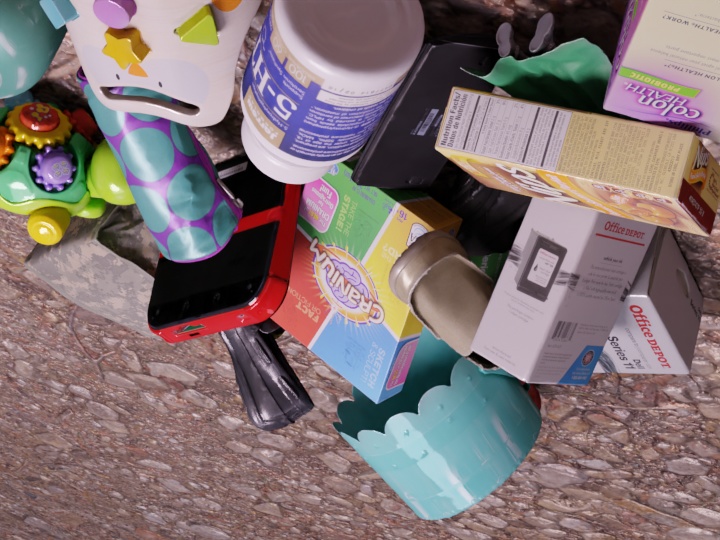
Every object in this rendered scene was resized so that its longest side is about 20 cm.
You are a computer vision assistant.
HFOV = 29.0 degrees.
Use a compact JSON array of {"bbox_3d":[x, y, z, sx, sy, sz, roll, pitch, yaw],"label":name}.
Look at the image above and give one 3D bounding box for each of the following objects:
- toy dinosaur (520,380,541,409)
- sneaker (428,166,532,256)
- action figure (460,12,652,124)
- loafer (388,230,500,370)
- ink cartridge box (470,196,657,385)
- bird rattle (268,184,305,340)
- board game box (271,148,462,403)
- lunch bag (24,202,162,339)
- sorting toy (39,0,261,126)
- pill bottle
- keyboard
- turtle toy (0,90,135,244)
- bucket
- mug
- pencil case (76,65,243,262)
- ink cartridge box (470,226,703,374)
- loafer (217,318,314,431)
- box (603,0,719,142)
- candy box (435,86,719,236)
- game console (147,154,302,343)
[{"bbox_3d":[0.111,0.138,1.597,0.179,0.106,0.201,-12,133,13],"label":"toy dinosaur"},{"bbox_3d":[0.105,-0.040,1.299,0.090,0.077,0.200,22,153,-16],"label":"sneaker"},{"bbox_3d":[0.185,-0.134,1.096,0.117,0.055,0.199,0,158,46],"label":"action figure"},{"bbox_3d":[0.091,0.030,1.228,0.068,0.076,0.200,43,-178,34],"label":"loafer"},{"bbox_3d":[0.185,-0.006,1.201,0.066,0.202,0.115,29,-167,36],"label":"ink cartridge box"},{"bbox_3d":[-0.051,-0.020,1.401,0.163,0.113,0.199,45,142,-13],"label":"bird rattle"},{"bbox_3d":[0.000,0.000,1.299,0.152,0.040,0.202,36,127,27],"label":"board game box"},{"bbox_3d":[-0.230,-0.005,1.502,0.200,0.119,0.163,40,148,-27],"label":"lunch bag"},{"bbox_3d":[-0.173,-0.197,1.111,0.197,0.108,0.182,11,138,13],"label":"sorting toy"},{"bbox_3d":[-0.033,-0.155,1.124,0.118,0.121,0.200,22,151,-7],"label":"pill bottle"},{"bbox_3d":[0.077,-0.128,1.163,0.125,0.021,0.200,4,148,-21],"label":"keyboard"},{"bbox_3d":[-0.297,-0.108,1.362,0.197,0.147,0.102,19,131,-3],"label":"turtle toy"},{"bbox_3d":[0.086,0.154,1.481,0.135,0.208,0.206,50,142,-14],"label":"bucket"},{"bbox_3d":[-0.342,-0.227,1.180,0.183,0.116,0.152,28,150,-19],"label":"mug"},{"bbox_3d":[-0.178,-0.112,1.258,0.091,0.085,0.202,-19,118,10],"label":"pencil case"},{"bbox_3d":[0.214,0.030,1.343,0.198,0.084,0.147,-2,146,32],"label":"ink cartridge box"},{"bbox_3d":[-0.106,0.060,1.405,0.070,0.203,0.068,-23,174,9],"label":"loafer"},{"bbox_3d":[0.277,-0.178,0.932,0.173,0.098,0.201,16,151,3],"label":"box"},{"bbox_3d":[0.170,-0.084,1.072,0.198,0.056,0.115,15,174,29],"label":"candy box"},{"bbox_3d":[-0.130,-0.026,1.348,0.031,0.179,0.198,28,151,-37],"label":"game console"}]
